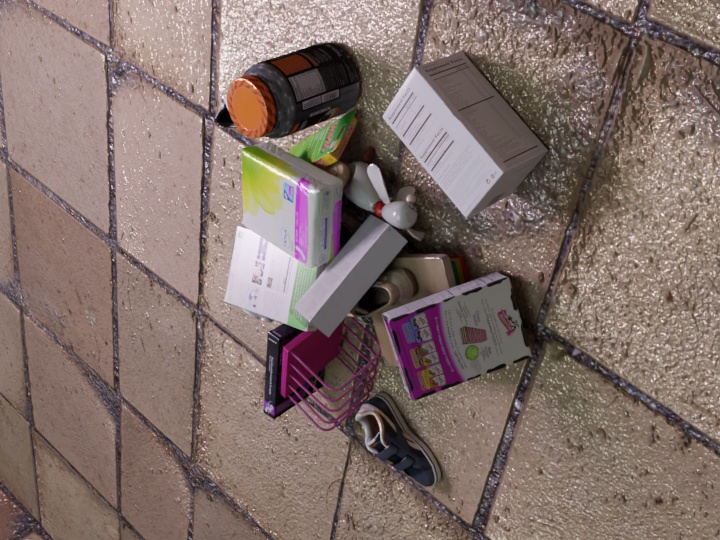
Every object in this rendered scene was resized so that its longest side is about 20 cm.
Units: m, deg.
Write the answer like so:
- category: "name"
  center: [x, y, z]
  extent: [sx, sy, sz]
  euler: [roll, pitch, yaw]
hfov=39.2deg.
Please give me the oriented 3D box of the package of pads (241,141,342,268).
- category: "package of pads"
  center: [-0.115, -0.108, 1.678]
  extent: [0.200, 0.068, 0.155]
  euler: [32, 132, 36]

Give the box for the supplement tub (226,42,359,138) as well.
- category: "supplement tub"
  center: [-0.107, -0.284, 1.611]
  extent: [0.122, 0.200, 0.123]
  euler: [26, 129, 37]

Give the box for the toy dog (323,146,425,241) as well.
- category: "toy dog"
  center: [0.033, -0.138, 1.631]
  extent: [0.200, 0.132, 0.097]
  euler: [31, 93, 27]

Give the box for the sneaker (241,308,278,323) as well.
- category: "sneaker"
  center: [-0.127, 0.045, 1.870]
  extent: [0.199, 0.081, 0.084]
  euler: [2, 120, 0]

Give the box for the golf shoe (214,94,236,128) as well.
- category: "golf shoe"
  center: [-0.182, -0.297, 1.770]
  extent: [0.200, 0.094, 0.078]
  euler: [-32, 86, 49]

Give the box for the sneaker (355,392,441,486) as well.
- category: "sneaker"
  center: [0.063, 0.329, 1.876]
  extent: [0.200, 0.079, 0.078]
  euler: [52, 139, 9]

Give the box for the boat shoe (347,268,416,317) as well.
- category: "boat shoe"
  center: [0.007, 0.044, 1.673]
  extent: [0.200, 0.065, 0.072]
  euler: [-15, 100, 50]

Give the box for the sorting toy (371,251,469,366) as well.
- category: "sorting toy"
  center: [0.107, 0.060, 1.680]
  extent: [0.198, 0.070, 0.201]
  euler: [1, 113, 47]

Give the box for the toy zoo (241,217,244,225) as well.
- category: "toy zoo"
  center: [-0.119, -0.126, 1.792]
  extent: [0.200, 0.020, 0.132]
  euler: [12, 79, 42]

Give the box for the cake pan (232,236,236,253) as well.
- category: "cake pan"
  center: [-0.173, 0.004, 1.976]
  extent: [0.200, 0.037, 0.201]
  euler: [25, 128, 37]

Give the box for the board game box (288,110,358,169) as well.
- category: "board game box"
  center: [-0.075, -0.200, 1.710]
  extent: [0.030, 0.096, 0.200]
  euler: [38, 147, -20]

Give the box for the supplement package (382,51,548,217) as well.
- category: "supplement package"
  center: [0.148, -0.197, 1.452]
  extent: [0.200, 0.114, 0.110]
  euler: [52, 139, 14]

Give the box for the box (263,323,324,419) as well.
- category: "box"
  center: [-0.122, 0.172, 1.935]
  extent: [0.036, 0.143, 0.201]
  euler: [29, 131, 31]

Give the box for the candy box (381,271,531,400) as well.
- category: "candy box"
  center: [0.148, 0.099, 1.558]
  extent: [0.061, 0.199, 0.137]
  euler: [-132, 23, -76]

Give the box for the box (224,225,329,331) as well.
- category: "box"
  center: [-0.148, 0.012, 1.777]
  extent: [0.200, 0.036, 0.145]
  euler: [18, 101, 36]

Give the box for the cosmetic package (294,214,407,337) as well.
- category: "cosmetic package"
  center: [-0.016, 0.008, 1.631]
  extent: [0.051, 0.200, 0.083]
  euler: [41, 178, -24]

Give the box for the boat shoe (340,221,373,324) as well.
- category: "boat shoe"
  center: [0.000, 0.000, 1.764]
  extent: [0.060, 0.072, 0.202]
  euler: [-7, 114, 46]

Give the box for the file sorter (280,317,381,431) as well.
- category: "file sorter"
  center: [-0.050, 0.183, 1.828]
  extent: [0.125, 0.139, 0.200]
  euler: [43, 154, 18]

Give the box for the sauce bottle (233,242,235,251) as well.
- category: "sauce bottle"
  center: [-0.149, -0.011, 1.836]
  extent: [0.200, 0.065, 0.065]
  euler: [23, 127, 31]
